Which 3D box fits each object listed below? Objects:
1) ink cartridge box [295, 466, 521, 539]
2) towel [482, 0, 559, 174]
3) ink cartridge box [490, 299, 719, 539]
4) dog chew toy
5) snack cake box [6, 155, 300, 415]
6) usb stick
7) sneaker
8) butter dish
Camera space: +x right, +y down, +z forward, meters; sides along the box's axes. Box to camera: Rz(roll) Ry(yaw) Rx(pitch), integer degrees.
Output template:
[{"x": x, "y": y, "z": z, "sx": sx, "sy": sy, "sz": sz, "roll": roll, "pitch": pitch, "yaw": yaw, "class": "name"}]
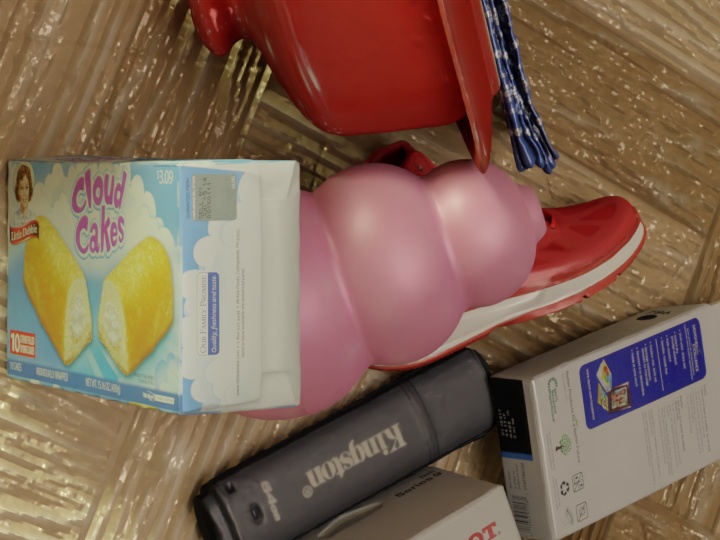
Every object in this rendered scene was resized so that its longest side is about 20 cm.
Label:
[{"x": 0.034, "y": 0.232, "z": 1.288, "sx": 0.146, "sy": 0.084, "sz": 0.201, "roll": -28, "pitch": 107, "yaw": -28, "class": "ink cartridge box"}, {"x": 0.073, "y": -0.159, "z": 1.269, "sx": 0.024, "sy": 0.145, "sz": 0.201, "roll": -14, "pitch": 102, "yaw": 4, "class": "towel"}, {"x": 0.160, "y": 0.084, "z": 1.376, "sx": 0.199, "sy": 0.039, "sz": 0.100, "roll": -17, "pitch": 103, "yaw": -42, "class": "ink cartridge box"}, {"x": 0.000, "y": 0.000, "z": 1.203, "sx": 0.199, "sy": 0.125, "sz": 0.125, "roll": -20, "pitch": 105, "yaw": 0, "class": "dog chew toy"}, {"x": -0.105, "y": 0.002, "z": 1.119, "sx": 0.067, "sy": 0.200, "sz": 0.116, "roll": -3, "pitch": 94, "yaw": -31, "class": "snack cake box"}, {"x": -0.004, "y": 0.104, "z": 1.289, "sx": 0.199, "sy": 0.033, "sz": 0.056, "roll": -26, "pitch": 107, "yaw": -28, "class": "usb stick"}, {"x": 0.072, "y": -0.030, "z": 1.305, "sx": 0.199, "sy": 0.078, "sz": 0.116, "roll": -27, "pitch": 108, "yaw": -30, "class": "sneaker"}, {"x": -0.017, "y": -0.150, "z": 1.202, "sx": 0.147, "sy": 0.200, "sz": 0.201, "roll": -14, "pitch": 109, "yaw": 1, "class": "butter dish"}]
